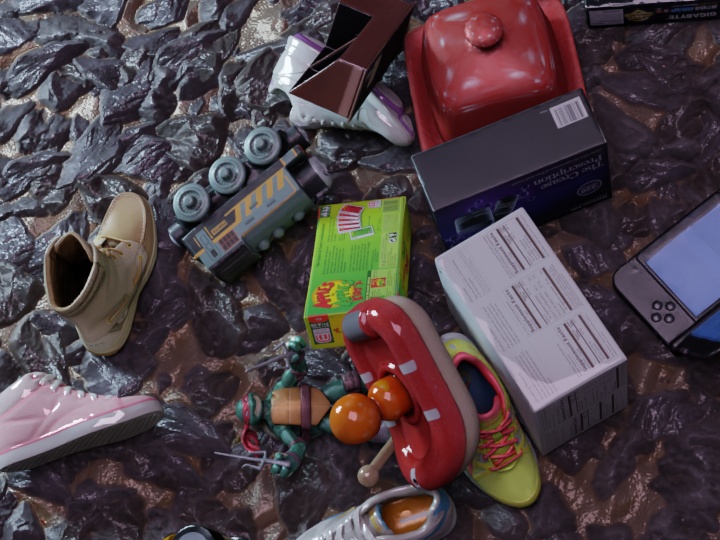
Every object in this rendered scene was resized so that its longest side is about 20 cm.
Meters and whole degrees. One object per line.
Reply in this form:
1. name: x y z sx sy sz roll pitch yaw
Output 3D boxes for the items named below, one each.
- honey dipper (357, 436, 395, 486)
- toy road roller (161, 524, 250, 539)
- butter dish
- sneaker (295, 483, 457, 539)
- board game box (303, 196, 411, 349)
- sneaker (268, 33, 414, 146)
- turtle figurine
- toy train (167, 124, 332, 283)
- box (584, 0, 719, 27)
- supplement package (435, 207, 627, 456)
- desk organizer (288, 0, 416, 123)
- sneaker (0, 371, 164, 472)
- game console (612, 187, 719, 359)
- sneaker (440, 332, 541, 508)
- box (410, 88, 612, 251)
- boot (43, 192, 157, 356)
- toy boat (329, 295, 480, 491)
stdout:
1. honey dipper: 0.058 0.153 1.685 0.038 0.038 0.200 27 55 21
2. toy road roller: -0.165 0.369 1.639 0.146 0.123 0.200 -29 64 15
3. butter dish: 0.148 -0.240 1.805 0.200 0.148 0.200 -12 67 7
4. sneaker: 0.001 0.276 1.659 0.200 0.081 0.077 -27 67 1
5. board game box: 0.000 0.000 1.742 0.101 0.048 0.200 -6 37 10
6. sneaker: -0.022 -0.194 1.876 0.200 0.075 0.100 37 103 20
7. turtle figurine: -0.061 0.146 1.716 0.200 0.101 0.150 -3 85 -7
8. toy train: -0.126 -0.077 1.827 0.200 0.085 0.114 -38 71 3
9. box: 0.344 -0.390 1.880 0.159 0.046 0.200 -3 67 11
10. supplement package: 0.181 0.067 1.665 0.111 0.156 0.200 -30 65 -3
11. desk organizer: -0.008 -0.254 1.810 0.077 0.072 0.200 24 35 5
12. sneaker: -0.324 0.150 1.781 0.200 0.075 0.105 -18 70 9
13. game console: 0.388 -0.009 1.674 0.200 0.119 0.172 -37 66 -5
14. sneaker: 0.130 0.162 1.647 0.078 0.090 0.200 -30 95 -6
15. box: 0.169 -0.103 1.747 0.200 0.141 0.079 -22 67 3
16. boot: -0.296 -0.020 1.802 0.073 0.155 0.200 8 70 15
17. toy boat: 0.027 0.132 1.585 0.131 0.130 0.200 -29 92 -25
